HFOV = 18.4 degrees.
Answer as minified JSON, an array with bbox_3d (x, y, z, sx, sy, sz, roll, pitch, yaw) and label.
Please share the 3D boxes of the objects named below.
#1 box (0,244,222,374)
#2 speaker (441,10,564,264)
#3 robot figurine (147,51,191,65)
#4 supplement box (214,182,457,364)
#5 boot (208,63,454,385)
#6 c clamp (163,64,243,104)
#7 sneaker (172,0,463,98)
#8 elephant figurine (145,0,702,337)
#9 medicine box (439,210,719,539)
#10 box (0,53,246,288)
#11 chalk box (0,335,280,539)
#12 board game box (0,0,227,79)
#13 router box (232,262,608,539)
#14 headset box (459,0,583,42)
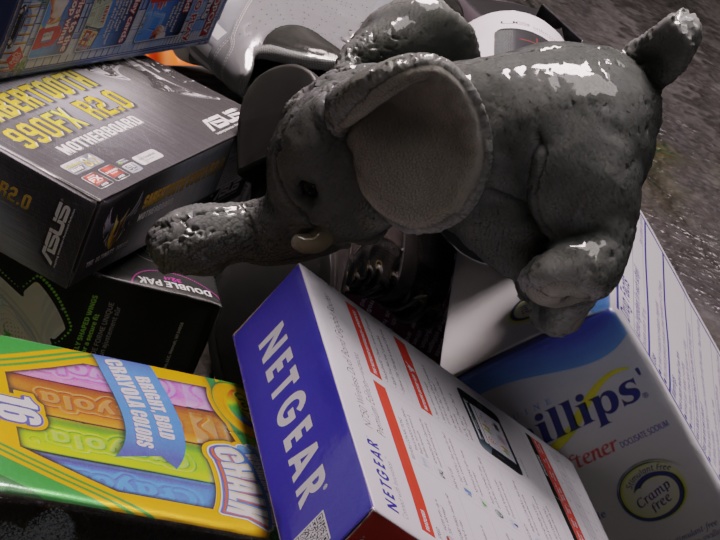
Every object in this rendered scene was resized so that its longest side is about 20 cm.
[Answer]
[{"bbox_3d":[-0.189,0.009,1.100,0.199,0.125,0.149,15,24,-21],"label":"box"},{"bbox_3d":[0.078,-0.075,1.200,0.081,0.082,0.200,22,22,-4],"label":"speaker"},{"bbox_3d":[-0.085,-0.106,1.416,0.199,0.144,0.117,5,33,-28],"label":"robot figurine"},{"bbox_3d":[-0.001,-0.009,1.324,0.199,0.111,0.086,26,25,6],"label":"supplement box"},{"bbox_3d":[0.000,0.000,1.147,0.069,0.201,0.174,-2,-17,29],"label":"boot"},{"bbox_3d":[-0.042,-0.076,1.257,0.199,0.027,0.171,0,34,-40],"label":"c clamp"},{"bbox_3d":[-0.004,-0.117,1.284,0.199,0.075,0.116,-7,38,-33],"label":"sneaker"},{"bbox_3d":[0.025,-0.056,1.003,0.199,0.156,0.142,19,-18,-10],"label":"elephant figurine"},{"bbox_3d":[0.133,0.080,1.156,0.201,0.103,0.182,58,17,-17],"label":"medicine box"},{"bbox_3d":[-0.154,-0.071,1.082,0.158,0.049,0.200,29,22,12],"label":"box"},{"bbox_3d":[-0.091,0.123,0.954,0.199,0.125,0.124,14,26,-24],"label":"chalk box"},{"bbox_3d":[-0.167,-0.170,1.148,0.200,0.062,0.199,40,25,30],"label":"board game box"},{"bbox_3d":[0.038,0.105,0.947,0.179,0.049,0.200,36,16,-25],"label":"router box"},{"bbox_3d":[0.092,-0.069,1.424,0.077,0.201,0.149,6,30,-36],"label":"headset box"}]
